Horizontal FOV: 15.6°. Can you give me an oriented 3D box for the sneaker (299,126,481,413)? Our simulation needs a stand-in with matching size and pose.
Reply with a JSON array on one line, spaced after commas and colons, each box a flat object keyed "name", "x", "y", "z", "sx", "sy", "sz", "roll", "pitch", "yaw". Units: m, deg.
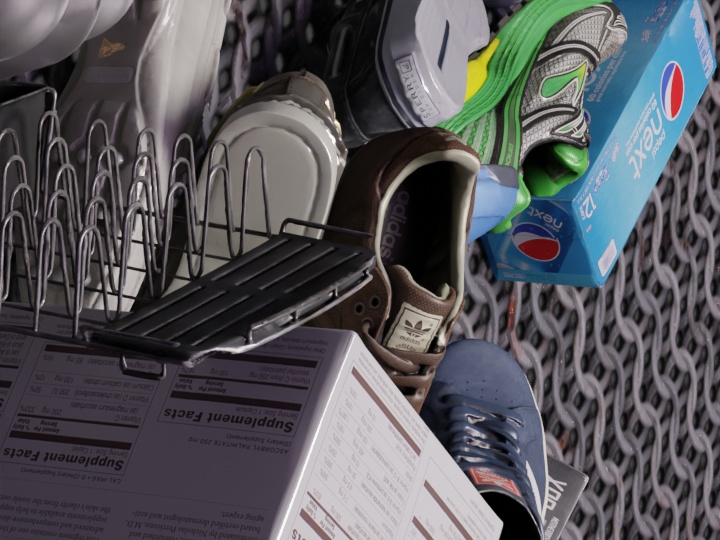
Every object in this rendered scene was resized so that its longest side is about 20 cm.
[{"name": "sneaker", "x": 0.002, "y": 0.031, "z": 1.124, "sx": 0.070, "sy": 0.075, "sz": 0.201, "roll": 17, "pitch": 77, "yaw": -22}]

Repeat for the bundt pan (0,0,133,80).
[{"name": "bundt pan", "x": -0.136, "y": -0.168, "z": 0.992, "sx": 0.202, "sy": 0.075, "sz": 0.203, "roll": 6, "pitch": 83, "yaw": -60}]

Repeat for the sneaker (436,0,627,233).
[{"name": "sneaker", "x": 0.088, "y": -0.080, "z": 1.368, "sx": 0.200, "sy": 0.085, "sz": 0.078, "roll": -46, "pitch": 172, "yaw": -43}]

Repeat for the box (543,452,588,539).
[{"name": "box", "x": -0.007, "y": 0.135, "z": 1.171, "sx": 0.200, "sy": 0.157, "sz": 0.050, "roll": -59, "pitch": 174, "yaw": -40}]

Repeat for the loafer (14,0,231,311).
[{"name": "loafer", "x": -0.092, "y": -0.063, "z": 1.096, "sx": 0.070, "sy": 0.070, "sz": 0.201, "roll": 34, "pitch": 67, "yaw": -58}]

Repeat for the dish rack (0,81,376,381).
[{"name": "dish rack", "x": -0.100, "y": -0.016, "z": 0.964, "sx": 0.153, "sy": 0.199, "sz": 0.055, "roll": -32, "pitch": 127, "yaw": -55}]

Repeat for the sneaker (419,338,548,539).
[{"name": "sneaker", "x": 0.051, "y": 0.098, "z": 1.128, "sx": 0.085, "sy": 0.075, "sz": 0.201, "roll": 109, "pitch": -10, "yaw": -50}]

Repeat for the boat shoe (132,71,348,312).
[{"name": "boat shoe", "x": -0.057, "y": 0.008, "z": 1.109, "sx": 0.060, "sy": 0.072, "sz": 0.202, "roll": -72, "pitch": -174, "yaw": -60}]

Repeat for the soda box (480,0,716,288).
[{"name": "soda box", "x": 0.133, "y": -0.080, "z": 1.480, "sx": 0.200, "sy": 0.068, "sz": 0.064, "roll": -58, "pitch": 139, "yaw": -40}]

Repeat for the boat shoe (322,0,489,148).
[{"name": "boat shoe", "x": 0.016, "y": -0.120, "z": 1.279, "sx": 0.200, "sy": 0.071, "sz": 0.072, "roll": -68, "pitch": 136, "yaw": -65}]

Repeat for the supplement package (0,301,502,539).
[{"name": "supplement package", "x": -0.073, "y": 0.101, "z": 1.010, "sx": 0.156, "sy": 0.199, "sz": 0.111, "roll": 53, "pitch": 50, "yaw": -48}]

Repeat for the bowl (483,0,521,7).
[{"name": "bowl", "x": 0.109, "y": -0.243, "z": 1.406, "sx": 0.201, "sy": 0.090, "sz": 0.202, "roll": -6, "pitch": 97, "yaw": -59}]

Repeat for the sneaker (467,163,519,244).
[{"name": "sneaker", "x": 0.000, "y": 0.000, "z": 1.220, "sx": 0.199, "sy": 0.066, "sz": 0.079, "roll": -18, "pitch": 92, "yaw": -40}]
